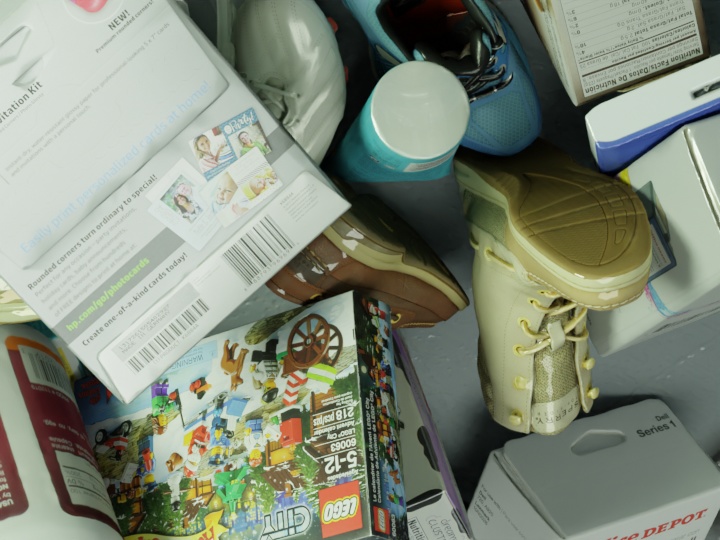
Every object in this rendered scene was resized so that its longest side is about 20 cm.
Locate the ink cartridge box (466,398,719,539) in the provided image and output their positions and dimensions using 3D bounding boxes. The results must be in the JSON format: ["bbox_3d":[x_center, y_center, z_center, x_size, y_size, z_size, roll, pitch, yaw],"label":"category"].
[{"bbox_3d":[0.134,0.193,1.835,0.144,0.084,0.200,-15,140,-33],"label":"ink cartridge box"}]

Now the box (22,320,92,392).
[{"bbox_3d":[-0.255,0.077,1.632,0.199,0.049,0.082,-19,137,-1],"label":"box"}]

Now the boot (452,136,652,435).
[{"bbox_3d":[0.108,0.023,1.568,0.073,0.200,0.156,-13,114,-18],"label":"boot"}]

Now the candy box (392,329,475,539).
[{"bbox_3d":[-0.051,0.122,1.663,0.199,0.168,0.072,-23,138,4],"label":"candy box"}]

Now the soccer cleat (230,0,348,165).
[{"bbox_3d":[-0.053,-0.064,1.531,0.069,0.078,0.200,25,136,15],"label":"soccer cleat"}]

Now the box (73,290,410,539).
[{"bbox_3d":[-0.068,0.103,1.548,0.200,0.137,0.038,-19,155,32],"label":"box"}]

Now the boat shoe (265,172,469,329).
[{"bbox_3d":[0.000,0.000,1.596,0.068,0.072,0.200,-44,157,8],"label":"boat shoe"}]

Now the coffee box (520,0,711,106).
[{"bbox_3d":[0.109,-0.198,1.439,0.079,0.115,0.200,-20,138,-1],"label":"coffee box"}]

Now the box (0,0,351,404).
[{"bbox_3d":[-0.124,-0.053,1.402,0.156,0.041,0.200,-42,120,0],"label":"box"}]

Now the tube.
[{"bbox_3d":[0.022,-0.067,1.519,0.077,0.051,0.200,6,172,-5],"label":"tube"}]

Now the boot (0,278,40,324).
[{"bbox_3d":[-0.208,-0.051,1.434,0.199,0.072,0.155,-7,125,0],"label":"boot"}]

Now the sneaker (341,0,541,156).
[{"bbox_3d":[0.042,-0.116,1.507,0.078,0.090,0.200,-37,135,6],"label":"sneaker"}]

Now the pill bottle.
[{"bbox_3d":[-0.190,0.135,1.524,0.114,0.200,0.114,-14,142,-12],"label":"pill bottle"}]

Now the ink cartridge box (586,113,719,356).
[{"bbox_3d":[0.213,-0.033,1.576,0.145,0.088,0.200,-19,173,-21],"label":"ink cartridge box"}]

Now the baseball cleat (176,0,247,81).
[{"bbox_3d":[-0.110,-0.145,1.439,0.106,0.070,0.201,0,114,-2],"label":"baseball cleat"}]

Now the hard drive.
[{"bbox_3d":[0.189,-0.088,1.558,0.132,0.025,0.200,-23,173,4],"label":"hard drive"}]
